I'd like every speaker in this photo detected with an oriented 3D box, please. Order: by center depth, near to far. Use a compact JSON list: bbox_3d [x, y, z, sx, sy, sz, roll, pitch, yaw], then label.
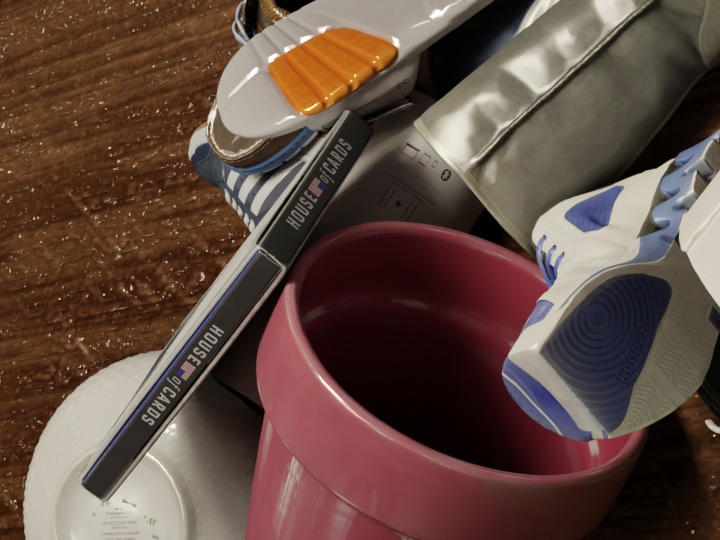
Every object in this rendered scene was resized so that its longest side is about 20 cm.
[{"bbox_3d":[0.000,0.000,1.378,0.081,0.081,0.201,25,80,52],"label":"speaker"}]

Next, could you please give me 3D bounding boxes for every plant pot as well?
[{"bbox_3d":[0.026,0.104,1.270,0.180,0.199,0.200,-65,36,33],"label":"plant pot"}]

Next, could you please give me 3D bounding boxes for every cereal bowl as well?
[{"bbox_3d":[-0.119,0.145,1.439,0.199,0.083,0.202,-1,88,27],"label":"cereal bowl"}]

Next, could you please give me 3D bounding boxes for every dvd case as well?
[{"bbox_3d":[-0.072,0.018,1.316,0.200,0.025,0.151,-50,6,36],"label":"dvd case"}]

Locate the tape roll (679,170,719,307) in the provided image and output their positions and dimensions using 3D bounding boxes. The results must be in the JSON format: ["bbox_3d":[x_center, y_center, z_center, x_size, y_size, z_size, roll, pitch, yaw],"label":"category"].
[{"bbox_3d":[0.252,-0.012,1.021,0.139,0.202,0.203,-54,41,21],"label":"tape roll"}]

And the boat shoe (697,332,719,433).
[{"bbox_3d":[0.214,0.065,1.144,0.200,0.062,0.075,36,103,51],"label":"boat shoe"}]

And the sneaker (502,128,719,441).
[{"bbox_3d":[0.126,0.012,1.220,0.115,0.081,0.200,-18,24,52],"label":"sneaker"}]

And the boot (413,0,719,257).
[{"bbox_3d":[0.108,-0.135,1.279,0.200,0.073,0.182,-39,80,20],"label":"boot"}]

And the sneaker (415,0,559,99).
[{"bbox_3d":[0.111,-0.182,1.371,0.146,0.080,0.201,1,71,40],"label":"sneaker"}]

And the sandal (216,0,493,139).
[{"bbox_3d":[0.019,-0.121,1.347,0.206,0.059,0.079,-29,47,12],"label":"sandal"}]

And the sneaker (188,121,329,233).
[{"bbox_3d":[-0.049,-0.029,1.496,0.199,0.070,0.109,9,80,48],"label":"sneaker"}]

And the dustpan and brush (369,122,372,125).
[{"bbox_3d":[-0.017,-0.170,1.509,0.201,0.057,0.140,64,172,5],"label":"dustpan and brush"}]

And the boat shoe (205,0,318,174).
[{"bbox_3d":[-0.038,-0.144,1.424,0.072,0.072,0.201,42,109,27],"label":"boat shoe"}]
